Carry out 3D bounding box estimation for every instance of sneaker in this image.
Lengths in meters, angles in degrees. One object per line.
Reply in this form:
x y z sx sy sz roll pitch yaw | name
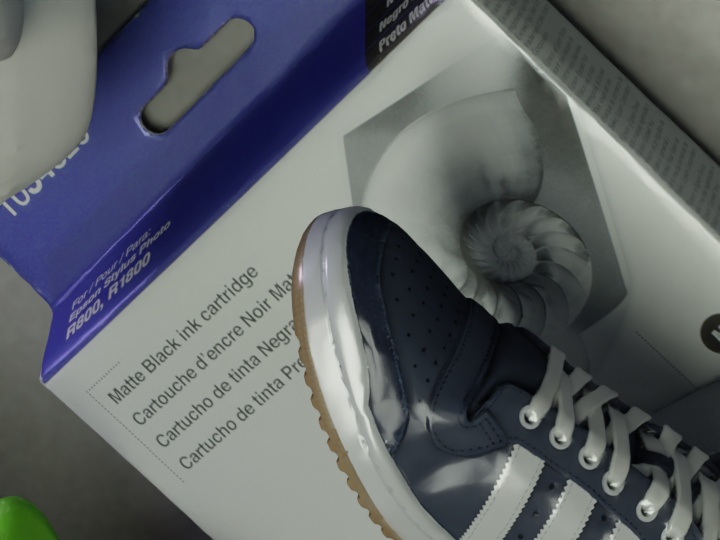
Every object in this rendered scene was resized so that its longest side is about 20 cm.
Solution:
0.069 0.056 0.733 0.108 0.070 0.200 -19 113 27 | sneaker

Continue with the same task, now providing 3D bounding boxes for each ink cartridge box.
0.000 0.000 0.837 0.200 0.041 0.200 43 120 -7 | ink cartridge box

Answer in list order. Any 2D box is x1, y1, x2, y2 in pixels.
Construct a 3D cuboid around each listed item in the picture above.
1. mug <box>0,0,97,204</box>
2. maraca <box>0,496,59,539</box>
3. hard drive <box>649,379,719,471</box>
-0.158 -0.065 0.754 0.175 0.200 0.148 -7 100 -19 | mug
-0.070 0.146 0.861 0.107 0.138 0.200 -10 150 37 | maraca
0.128 0.083 0.815 0.200 0.042 0.135 -28 126 23 | hard drive
